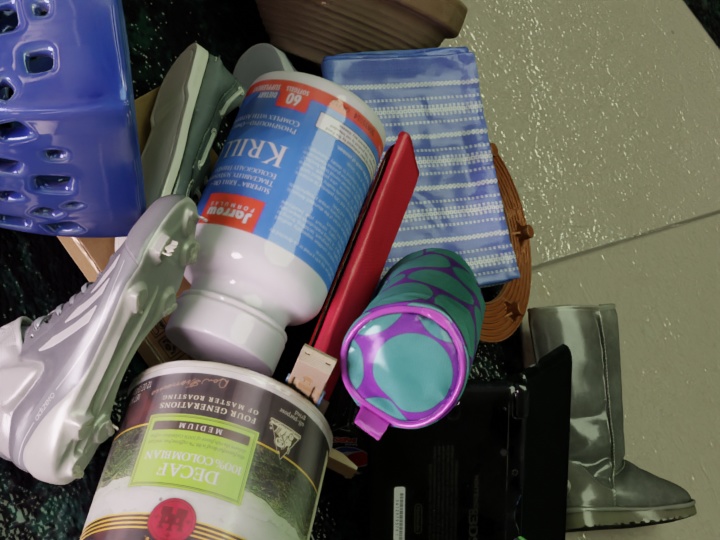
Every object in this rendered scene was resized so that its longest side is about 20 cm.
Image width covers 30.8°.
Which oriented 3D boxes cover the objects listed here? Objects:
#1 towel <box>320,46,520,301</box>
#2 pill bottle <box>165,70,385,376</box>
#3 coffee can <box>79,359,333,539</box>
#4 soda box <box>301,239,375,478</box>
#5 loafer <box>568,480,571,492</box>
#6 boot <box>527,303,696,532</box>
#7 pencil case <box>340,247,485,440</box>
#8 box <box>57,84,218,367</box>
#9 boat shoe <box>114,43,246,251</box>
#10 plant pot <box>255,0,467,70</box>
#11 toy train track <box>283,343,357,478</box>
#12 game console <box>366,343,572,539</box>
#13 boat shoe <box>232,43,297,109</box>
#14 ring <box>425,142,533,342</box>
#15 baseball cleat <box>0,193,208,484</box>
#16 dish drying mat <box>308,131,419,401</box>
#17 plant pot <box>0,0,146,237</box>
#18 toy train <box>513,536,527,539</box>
[{"bbox_3d":[0.049,-0.081,1.049,0.143,0.024,0.203,-6,80,-26],"label":"towel"},{"bbox_3d":[-0.063,-0.031,0.933,0.112,0.112,0.202,31,67,-26],"label":"pill bottle"},{"bbox_3d":[-0.107,0.181,0.828,0.146,0.146,0.202,33,50,-25],"label":"coffee can"},{"bbox_3d":[0.006,0.058,1.043,0.063,0.070,0.202,34,50,-31],"label":"soda box"},{"bbox_3d":[0.094,0.150,1.082,0.198,0.072,0.064,14,53,-34],"label":"loafer"},{"bbox_3d":[0.229,0.132,1.195,0.180,0.072,0.203,7,69,-39],"label":"boot"},{"bbox_3d":[0.039,0.044,0.905,0.085,0.093,0.200,36,13,1],"label":"pencil case"},{"bbox_3d":[-0.143,-0.027,0.987,0.201,0.021,0.163,55,44,-5],"label":"box"},{"bbox_3d":[-0.126,-0.075,0.959,0.061,0.073,0.202,30,52,-29],"label":"boat shoe"},{"bbox_3d":[-0.015,-0.215,1.117,0.199,0.200,0.094,17,97,-35],"label":"plant pot"},{"bbox_3d":[-0.042,0.089,0.898,0.114,0.200,0.033,26,63,1],"label":"toy train track"},{"bbox_3d":[0.087,0.168,1.015,0.173,0.116,0.203,-1,102,-3],"label":"game console"},{"bbox_3d":[-0.046,-0.092,1.065,0.065,0.073,0.202,21,51,-56],"label":"boat shoe"},{"bbox_3d":[0.100,-0.038,1.130,0.200,0.019,0.203,26,57,-48],"label":"ring"},{"bbox_3d":[-0.180,0.031,0.839,0.202,0.105,0.070,-64,159,-11],"label":"baseball cleat"},{"bbox_3d":[0.000,0.000,0.967,0.018,0.077,0.202,16,72,15],"label":"dish drying mat"},{"bbox_3d":[-0.234,-0.136,0.820,0.177,0.200,0.203,-8,71,-8],"label":"plant pot"},{"bbox_3d":[0.082,0.284,0.949,0.056,0.042,0.201,35,87,-12],"label":"toy train"}]
